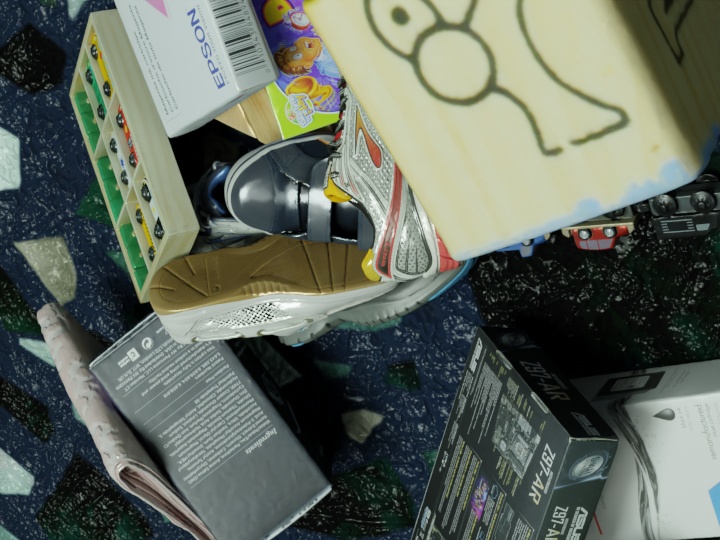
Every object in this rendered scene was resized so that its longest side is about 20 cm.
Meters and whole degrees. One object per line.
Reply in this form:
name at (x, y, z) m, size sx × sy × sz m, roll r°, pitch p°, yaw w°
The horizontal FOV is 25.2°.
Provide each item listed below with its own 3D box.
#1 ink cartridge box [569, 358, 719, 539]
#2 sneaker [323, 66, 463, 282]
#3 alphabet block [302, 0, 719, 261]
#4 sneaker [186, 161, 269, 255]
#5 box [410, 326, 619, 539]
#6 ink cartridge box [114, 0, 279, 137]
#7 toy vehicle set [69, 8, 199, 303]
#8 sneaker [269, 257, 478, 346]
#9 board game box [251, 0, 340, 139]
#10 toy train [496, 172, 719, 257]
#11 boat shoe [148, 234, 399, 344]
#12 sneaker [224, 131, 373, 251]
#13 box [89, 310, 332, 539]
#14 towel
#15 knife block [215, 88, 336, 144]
ink cartridge box at (0.212, 0.141, 1.219) m, size 0.198 × 0.067 × 0.117 m, roll -12°, pitch 106°, yaw 34°
sneaker at (0.005, -0.087, 1.105) m, size 0.081 × 0.078 × 0.202 m, roll -19°, pitch 84°, yaw 2°
alphabet block at (0.114, -0.158, 1.036) m, size 0.194 × 0.197 × 0.201 m, roll -19°, pitch 113°, yaw 33°
sneaker at (-0.105, -0.056, 1.281) m, size 0.198 × 0.085 × 0.078 m, roll -11°, pitch 70°, yaw 35°
box at (0.109, 0.167, 1.201) m, size 0.160 × 0.043 × 0.202 m, roll -129°, pitch 49°, yaw -56°
ink cartridge box at (-0.148, -0.204, 1.186) m, size 0.199 × 0.043 × 0.198 m, roll -18°, pitch 94°, yaw 60°
toy vehicle set at (-0.183, -0.090, 1.285) m, size 0.202 × 0.026 × 0.124 m, roll 68°, pitch 155°, yaw 19°
sneaker at (0.000, 0.000, 1.273) m, size 0.198 × 0.073 × 0.083 m, roll -18°, pitch 98°, yaw 33°
board game box at (-0.024, -0.212, 1.157) m, size 0.133 × 0.045 × 0.202 m, roll -18°, pitch 101°, yaw 3°
toy train at (0.174, -0.038, 1.179) m, size 0.198 × 0.034 × 0.046 m, roll -4°, pitch 123°, yaw 31°
boat shoe at (-0.059, 0.015, 1.233) m, size 0.197 × 0.071 × 0.070 m, roll -8°, pitch 139°, yaw 6°
sneaker at (0.001, -0.056, 1.177) m, size 0.197 × 0.080 × 0.079 m, roll -5°, pitch 116°, yaw -9°
box at (-0.119, 0.122, 1.336) m, size 0.104 × 0.148 × 0.201 m, roll -36°, pitch 91°, yaw 0°
towel at (-0.189, 0.139, 1.355) m, size 0.200 × 0.032 × 0.191 m, roll 53°, pitch 179°, yaw 43°
knife block at (-0.062, -0.190, 1.222) m, size 0.198 × 0.064 × 0.177 m, roll 28°, pitch 124°, yaw 16°
